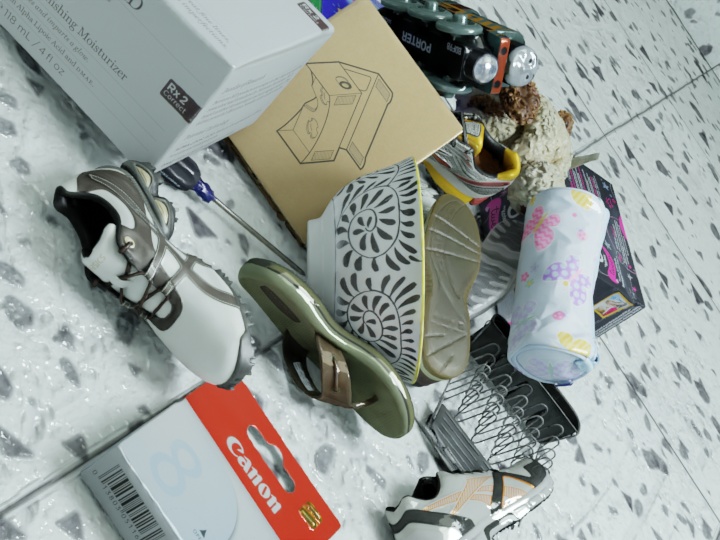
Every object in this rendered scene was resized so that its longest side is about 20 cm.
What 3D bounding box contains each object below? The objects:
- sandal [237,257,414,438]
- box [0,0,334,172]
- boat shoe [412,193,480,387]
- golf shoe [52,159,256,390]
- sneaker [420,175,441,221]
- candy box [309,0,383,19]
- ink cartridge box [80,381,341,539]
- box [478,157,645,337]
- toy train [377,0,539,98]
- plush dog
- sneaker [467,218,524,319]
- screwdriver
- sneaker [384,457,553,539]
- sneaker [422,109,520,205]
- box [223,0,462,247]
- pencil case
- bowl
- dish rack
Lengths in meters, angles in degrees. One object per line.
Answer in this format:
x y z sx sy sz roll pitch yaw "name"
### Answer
-0.037 0.074 1.042 0.201 0.080 0.057 45 59 -16 "sandal"
-0.161 -0.210 1.030 0.199 0.131 0.200 46 29 2 "box"
0.070 0.019 1.215 0.072 0.066 0.201 24 55 -28 "boat shoe"
-0.157 0.009 0.915 0.200 0.078 0.094 53 31 17 "golf shoe"
0.025 -0.075 1.283 0.200 0.076 0.088 30 25 -47 "sneaker"
-0.010 -0.222 1.354 0.169 0.077 0.200 38 33 -32 "candy box"
-0.086 0.159 0.891 0.160 0.047 0.200 56 31 -1 "ink cartridge box"
0.227 -0.023 1.455 0.115 0.132 0.200 30 38 -32 "box"
0.094 -0.232 1.273 0.114 0.085 0.200 -6 25 -31 "toy train"
0.162 -0.172 1.383 0.200 0.160 0.172 26 -24 48 "plush dog"
0.126 0.021 1.322 0.075 0.082 0.200 35 41 24 "sneaker"
-0.119 -0.051 1.084 0.200 0.029 0.028 46 30 -32 "screwdriver"
0.098 0.198 1.088 0.200 0.074 0.080 -22 74 -52 "sneaker"
0.082 -0.144 1.267 0.200 0.082 0.078 30 59 -30 "sneaker"
-0.025 -0.143 1.181 0.200 0.021 0.164 -37 92 -18 "box"
0.202 0.013 1.267 0.083 0.091 0.200 39 49 -40 "pencil case"
0.000 0.000 1.099 0.201 0.094 0.201 180 -90 -87 "bowl"
0.140 0.151 1.232 0.153 0.055 0.200 51 30 -8 "dish rack"
